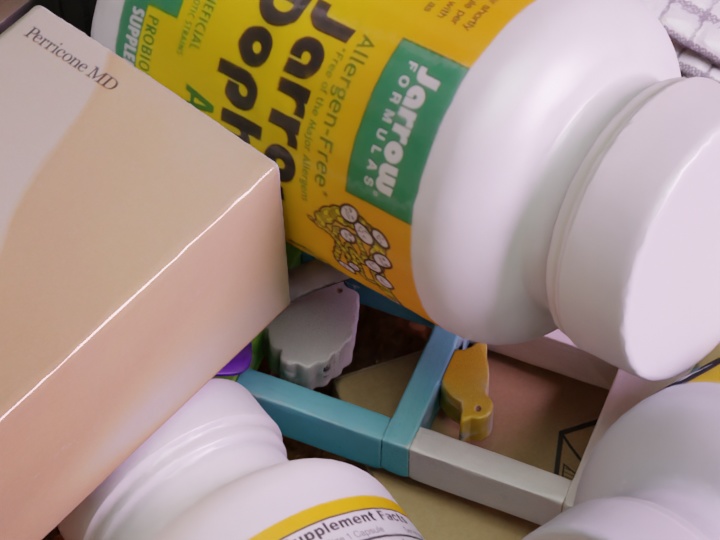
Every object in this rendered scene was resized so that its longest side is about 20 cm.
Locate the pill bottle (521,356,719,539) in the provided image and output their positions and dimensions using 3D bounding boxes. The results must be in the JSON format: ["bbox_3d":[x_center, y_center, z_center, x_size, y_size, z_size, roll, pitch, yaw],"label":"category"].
[{"bbox_3d":[0.131,0.072,0.806,0.199,0.112,0.112,-25,66,-41],"label":"pill bottle"}]

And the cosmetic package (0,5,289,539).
[{"bbox_3d":[-0.122,0.026,0.802,0.105,0.071,0.200,32,60,22],"label":"cosmetic package"}]

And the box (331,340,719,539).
[{"bbox_3d":[0.099,0.100,0.896,0.163,0.021,0.201,-16,65,-12],"label":"box"}]

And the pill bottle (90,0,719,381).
[{"bbox_3d":[0.024,-0.046,0.839,0.199,0.113,0.113,29,64,31],"label":"pill bottle"}]

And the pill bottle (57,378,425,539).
[{"bbox_3d":[-0.008,0.128,0.823,0.104,0.104,0.200,-30,61,-17],"label":"pill bottle"}]

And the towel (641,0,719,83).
[{"bbox_3d":[0.189,-0.076,0.952,0.199,0.086,0.166,28,62,8],"label":"towel"}]

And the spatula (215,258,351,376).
[{"bbox_3d":[0.000,0.000,0.895,0.199,0.021,0.057,-10,53,-8],"label":"spatula"}]

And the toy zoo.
[{"bbox_3d":[0.032,0.009,0.915,0.199,0.021,0.132,18,56,13],"label":"toy zoo"}]

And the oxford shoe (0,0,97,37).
[{"bbox_3d":[-0.100,-0.101,0.936,0.071,0.072,0.200,18,35,27],"label":"oxford shoe"}]
